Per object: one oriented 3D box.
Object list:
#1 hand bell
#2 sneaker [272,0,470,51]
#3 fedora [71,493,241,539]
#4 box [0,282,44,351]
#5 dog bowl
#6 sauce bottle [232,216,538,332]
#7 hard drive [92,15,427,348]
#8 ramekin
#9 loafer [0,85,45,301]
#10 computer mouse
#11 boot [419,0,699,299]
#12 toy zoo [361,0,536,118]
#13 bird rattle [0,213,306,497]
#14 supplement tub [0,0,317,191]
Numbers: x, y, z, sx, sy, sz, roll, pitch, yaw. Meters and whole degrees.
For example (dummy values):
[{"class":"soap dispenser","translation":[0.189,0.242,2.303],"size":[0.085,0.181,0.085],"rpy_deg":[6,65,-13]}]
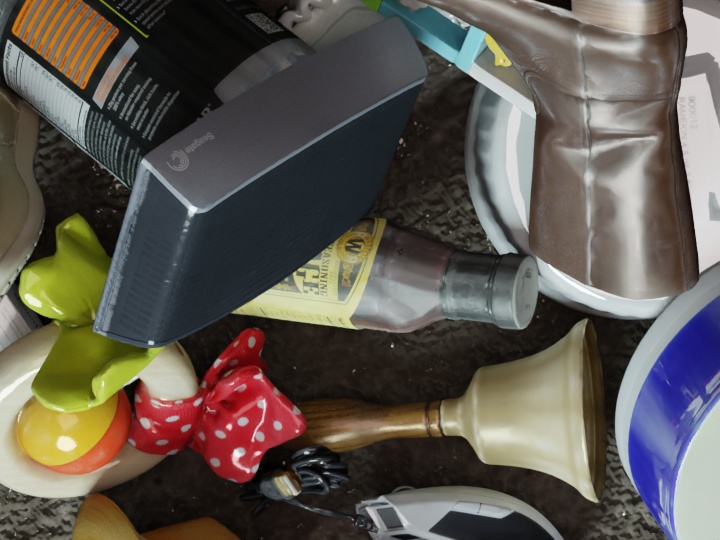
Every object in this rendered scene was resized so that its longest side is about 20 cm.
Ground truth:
[{"class":"hand bell","translation":[0.037,0.085,1.205],"size":[0.199,0.104,0.105],"rpy_deg":[-3,95,14]},{"class":"sneaker","translation":[0.034,-0.163,1.182],"size":[0.200,0.075,0.081],"rpy_deg":[-32,103,4]},{"class":"fedora","translation":[-0.089,0.207,1.176],"size":[0.082,0.200,0.201],"rpy_deg":[-24,95,-24]},{"class":"box","translation":[-0.220,0.017,1.205],"size":[0.041,0.039,0.200],"rpy_deg":[-33,99,4]},{"class":"dog bowl","translation":[0.245,0.083,1.147],"size":[0.199,0.079,0.201],"rpy_deg":[-9,124,-13]},{"class":"sauce bottle","translation":[0.000,0.000,1.163],"size":[0.199,0.066,0.066],"rpy_deg":[4,95,23]},{"class":"hard drive","translation":[-0.046,-0.043,1.065],"size":[0.042,0.200,0.135],"rpy_deg":[39,134,18]},{"class":"ramekin","translation":[0.159,-0.067,1.172],"size":[0.199,0.098,0.202],"rpy_deg":[0,95,1]},{"class":"loafer","translation":[-0.216,-0.041,1.131],"size":[0.068,0.200,0.076],"rpy_deg":[25,115,-23]},{"class":"computer mouse","translation":[0.036,0.139,1.204],"size":[0.199,0.110,0.044],"rpy_deg":[18,69,-12]},{"class":"boot","translation":[0.085,-0.078,1.071],"size":[0.186,0.064,0.201],"rpy_deg":[19,139,29]},{"class":"toy zoo","translation":[0.073,-0.154,1.073],"size":[0.200,0.020,0.131],"rpy_deg":[34,138,10]},{"class":"bird rattle","translation":[-0.137,0.065,1.157],"size":[0.163,0.200,0.113],"rpy_deg":[-30,58,10]},{"class":"supplement tub","translation":[-0.119,-0.117,1.143],"size":[0.200,0.122,0.123],"rpy_deg":[40,95,17]}]
